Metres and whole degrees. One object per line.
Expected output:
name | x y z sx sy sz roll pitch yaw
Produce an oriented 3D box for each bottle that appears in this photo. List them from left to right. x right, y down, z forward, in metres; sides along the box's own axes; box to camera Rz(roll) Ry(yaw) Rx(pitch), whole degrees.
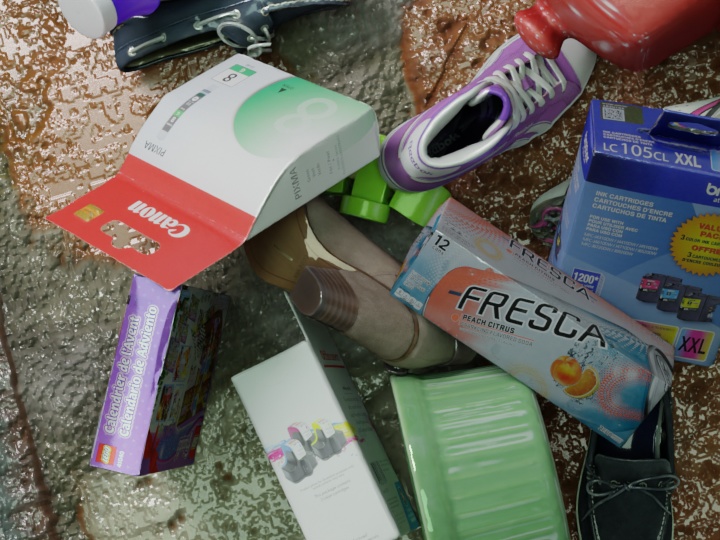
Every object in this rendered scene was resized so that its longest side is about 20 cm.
bottle | -0.144 -0.248 1.456 0.200 0.083 0.065 -46 112 -32

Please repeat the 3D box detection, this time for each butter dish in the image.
butter dish | 0.176 -0.213 1.396 0.148 0.200 0.200 -40 82 4

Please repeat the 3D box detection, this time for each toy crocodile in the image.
toy crocodile | -0.026 -0.078 1.490 0.199 0.062 0.068 14 89 13

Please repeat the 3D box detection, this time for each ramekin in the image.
ramekin | 0.089 0.163 1.390 0.097 0.200 0.201 -12 85 0

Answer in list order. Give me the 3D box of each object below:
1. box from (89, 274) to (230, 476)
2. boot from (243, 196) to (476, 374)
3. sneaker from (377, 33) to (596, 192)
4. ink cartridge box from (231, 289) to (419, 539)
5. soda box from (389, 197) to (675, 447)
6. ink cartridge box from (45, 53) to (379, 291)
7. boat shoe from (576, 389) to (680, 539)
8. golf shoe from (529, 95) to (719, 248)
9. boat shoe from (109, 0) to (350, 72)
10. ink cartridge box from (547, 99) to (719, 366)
box | -0.144 0.077 1.420 0.039 0.200 0.137 12 88 6
boot | 0.000 0.000 1.418 0.070 0.146 0.200 -53 40 26
sneaker | 0.113 -0.125 1.423 0.200 0.114 0.073 -39 94 -18
ink cartridge box | -0.033 0.118 1.446 0.068 0.115 0.201 -26 83 6
soda box | 0.122 0.035 1.356 0.200 0.068 0.064 33 115 -3
ink cartridge box | -0.110 -0.077 1.385 0.200 0.050 0.161 -32 39 -29
boat shoe | 0.200 0.151 1.440 0.074 0.062 0.201 3 88 6
golf shoe | 0.220 -0.075 1.457 0.199 0.073 0.092 -21 41 17
boat shoe | -0.099 -0.193 1.495 0.199 0.075 0.062 -7 84 8
ink cartridge box | 0.214 -0.038 1.381 0.136 0.076 0.201 10 126 -2
